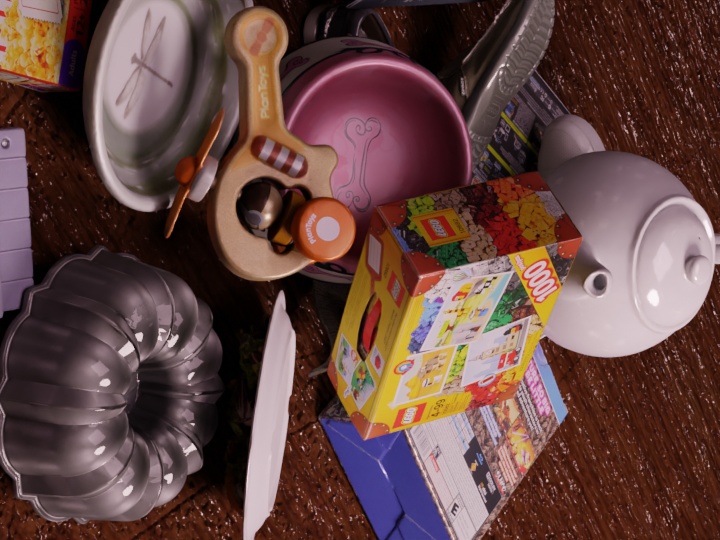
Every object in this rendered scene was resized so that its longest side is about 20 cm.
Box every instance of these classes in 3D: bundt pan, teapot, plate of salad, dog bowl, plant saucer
[{"bbox_3d":[-0.166,0.087,1.222,0.201,0.075,0.204,-20,114,-55],"label":"bundt pan"},{"bbox_3d":[0.248,-0.010,1.514,0.201,0.145,0.198,-57,131,-22],"label":"teapot"},{"bbox_3d":[-0.083,0.114,1.318,0.200,0.048,0.202,8,90,-87],"label":"plate of salad"},{"bbox_3d":[0.001,-0.086,1.363,0.199,0.074,0.202,-2,96,-21],"label":"dog bowl"},{"bbox_3d":[-0.148,-0.145,1.242,0.200,0.050,0.201,-42,141,-46],"label":"plant saucer"}]

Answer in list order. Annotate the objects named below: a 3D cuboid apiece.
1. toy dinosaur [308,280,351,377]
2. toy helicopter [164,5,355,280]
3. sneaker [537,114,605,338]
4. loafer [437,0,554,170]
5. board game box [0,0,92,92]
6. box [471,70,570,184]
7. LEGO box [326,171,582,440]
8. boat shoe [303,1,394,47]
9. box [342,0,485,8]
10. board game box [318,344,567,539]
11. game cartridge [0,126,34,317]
[{"bbox_3d":[0.000,0.000,1.453,0.200,0.077,0.102,-48,115,-13],"label":"toy dinosaur"},{"bbox_3d":[-0.081,-0.093,1.260,0.131,0.079,0.202,-4,89,-18],"label":"toy helicopter"},{"bbox_3d":[0.178,-0.037,1.583,0.115,0.073,0.202,-21,111,-50],"label":"sneaker"},{"bbox_3d":[0.102,-0.174,1.512,0.201,0.069,0.075,-59,155,1],"label":"loafer"},{"bbox_3d":[-0.262,-0.211,1.124,0.199,0.046,0.153,10,85,-50],"label":"board game box"},{"bbox_3d":[0.151,-0.093,1.637,0.200,0.044,0.161,42,62,-43],"label":"box"},{"bbox_3d":[0.070,0.028,1.348,0.148,0.077,0.201,-14,143,-25],"label":"LEGO box"},{"bbox_3d":[0.017,-0.138,1.457,0.074,0.060,0.201,-45,126,-38],"label":"boat shoe"},{"bbox_3d":[0.059,-0.309,1.424,0.199,0.107,0.149,-14,81,-50],"label":"box"},{"bbox_3d":[0.078,0.127,1.524,0.200,0.096,0.160,-48,128,-37],"label":"board game box"},{"bbox_3d":[-0.296,-0.022,1.110,0.199,0.038,0.131,-12,98,-49],"label":"game cartridge"}]
